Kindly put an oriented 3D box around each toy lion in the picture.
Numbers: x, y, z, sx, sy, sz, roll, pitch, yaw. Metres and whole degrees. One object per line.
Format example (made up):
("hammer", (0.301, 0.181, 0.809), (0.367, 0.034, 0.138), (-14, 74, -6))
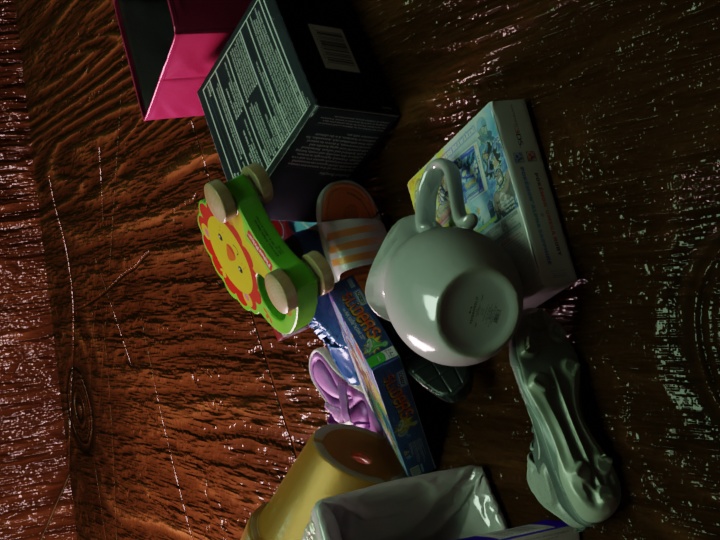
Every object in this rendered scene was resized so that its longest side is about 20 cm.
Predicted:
("toy lion", (-0.118, -0.012, 1.538), (0.201, 0.068, 0.192), (55, 155, 19))

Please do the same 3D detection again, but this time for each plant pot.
("plant pot", (-0.025, 0.288, 1.591), (0.200, 0.198, 0.185), (48, 123, 51))

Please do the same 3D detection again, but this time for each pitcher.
("pitcher", (0.079, -0.010, 1.269), (0.200, 0.120, 0.174), (-141, 61, -70))

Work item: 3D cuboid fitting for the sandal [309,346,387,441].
("sandal", (-0.025, 0.168, 1.701), (0.203, 0.049, 0.083), (43, 136, 52))

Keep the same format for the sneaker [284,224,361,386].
("sneaker", (-0.056, 0.055, 1.631), (0.076, 0.111, 0.202), (-6, 103, 49))

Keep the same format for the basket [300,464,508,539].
("basket", (0.049, 0.334, 1.411), (0.161, 0.198, 0.200), (117, 139, -53))

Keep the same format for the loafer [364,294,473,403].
("loafer", (0.073, 0.079, 1.464), (0.073, 0.072, 0.200), (58, -179, -39))

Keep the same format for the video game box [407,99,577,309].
("video game box", (0.122, -0.041, 1.336), (0.200, 0.046, 0.184), (-41, 62, 61))

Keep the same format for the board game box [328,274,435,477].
("board game box", (0.023, 0.119, 1.505), (0.201, 0.034, 0.136), (72, 171, -46))

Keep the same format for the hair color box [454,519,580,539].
("hair color box", (0.158, 0.343, 1.281), (0.065, 0.108, 0.202), (163, 100, -65))

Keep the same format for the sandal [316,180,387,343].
("sandal", (0.007, -0.002, 1.570), (0.059, 0.078, 0.209), (9, 113, 63))

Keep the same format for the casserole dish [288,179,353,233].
("casserole dish", (-0.056, -0.080, 1.724), (0.200, 0.038, 0.122), (42, 134, 54))

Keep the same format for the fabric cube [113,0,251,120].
("fabric cube", (-0.184, -0.328, 1.748), (0.200, 0.197, 0.198), (127, 132, -57))

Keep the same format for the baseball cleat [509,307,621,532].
("baseball cleat", (0.169, 0.139, 1.253), (0.107, 0.069, 0.202), (128, 131, -57))

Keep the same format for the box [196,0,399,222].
("box", (-0.078, -0.195, 1.604), (0.199, 0.122, 0.201), (-49, 50, 40))

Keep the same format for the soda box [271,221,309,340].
("soda box", (-0.113, -0.015, 1.768), (0.202, 0.063, 0.070), (67, 165, 3))
